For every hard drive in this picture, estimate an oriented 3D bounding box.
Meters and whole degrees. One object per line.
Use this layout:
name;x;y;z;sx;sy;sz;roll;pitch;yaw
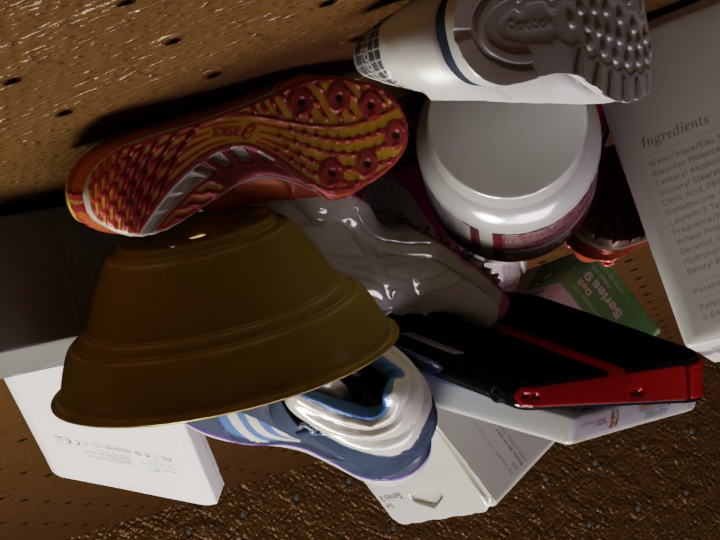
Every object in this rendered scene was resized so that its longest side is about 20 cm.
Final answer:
hard drive;-0.177;0.094;1.799;0.131;0.026;0.201;9;148;17

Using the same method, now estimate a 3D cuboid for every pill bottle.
pill bottle;0.088;-0.071;1.540;0.109;0.110;0.200;-19;172;1

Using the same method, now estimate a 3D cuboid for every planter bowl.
planter bowl;-0.083;0.015;1.443;0.199;0.084;0.200;-11;-167;3

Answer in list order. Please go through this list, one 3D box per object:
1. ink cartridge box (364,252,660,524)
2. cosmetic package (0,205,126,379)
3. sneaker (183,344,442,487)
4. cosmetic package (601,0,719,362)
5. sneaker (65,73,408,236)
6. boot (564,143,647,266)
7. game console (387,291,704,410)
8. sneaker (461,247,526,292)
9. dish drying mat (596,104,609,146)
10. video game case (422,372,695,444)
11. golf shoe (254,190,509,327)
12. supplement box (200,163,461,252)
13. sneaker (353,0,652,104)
ink cartridge box;0.098;0.085;1.883;0.200;0.088;0.145;-45;-168;-28
cosmetic package;-0.224;0.020;1.518;0.199;0.091;0.107;-16;174;-40
sneaker;-0.048;0.057;1.549;0.199;0.081;0.147;21;160;13
cosmetic package;0.255;-0.066;1.628;0.164;0.201;0.165;-20;172;11
sneaker;-0.068;-0.068;1.430;0.199;0.074;0.077;-11;-170;-22
boot;0.174;-0.035;1.793;0.108;0.075;0.200;-58;172;29
game console;0.099;0.052;1.636;0.176;0.031;0.199;-6;-164;-38
sneaker;0.100;-0.035;1.827;0.074;0.100;0.200;-15;169;-10
dish drying mat;0.142;-0.085;1.741;0.077;0.018;0.200;-59;171;-2
video game case;0.091;0.067;1.675;0.199;0.023;0.182;15;-168;30
golf shoe;0.000;0.000;1.594;0.199;0.092;0.075;28;178;-26
supplement box;-0.032;-0.001;1.744;0.199;0.102;0.103;-10;168;-46
sneaker;0.083;-0.121;1.388;0.080;0.077;0.199;-15;169;39
